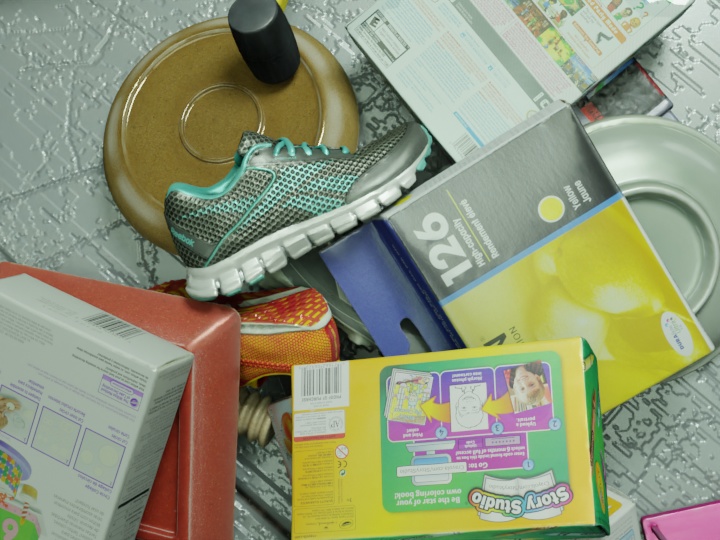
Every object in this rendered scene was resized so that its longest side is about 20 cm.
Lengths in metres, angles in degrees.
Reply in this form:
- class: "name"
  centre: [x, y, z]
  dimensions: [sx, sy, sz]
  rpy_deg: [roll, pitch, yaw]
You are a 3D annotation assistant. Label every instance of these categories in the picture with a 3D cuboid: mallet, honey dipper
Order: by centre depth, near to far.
- class: "mallet"
  centre: [-0.048, -0.238, 0.939]
  dimensions: [0.041, 0.066, 0.201]
  rpy_deg: [10, 73, 20]
- class: "honey dipper"
  centre: [-0.154, 0.077, 0.979]
  dimensions: [0.199, 0.038, 0.038]
  rpy_deg: [24, 90, 10]

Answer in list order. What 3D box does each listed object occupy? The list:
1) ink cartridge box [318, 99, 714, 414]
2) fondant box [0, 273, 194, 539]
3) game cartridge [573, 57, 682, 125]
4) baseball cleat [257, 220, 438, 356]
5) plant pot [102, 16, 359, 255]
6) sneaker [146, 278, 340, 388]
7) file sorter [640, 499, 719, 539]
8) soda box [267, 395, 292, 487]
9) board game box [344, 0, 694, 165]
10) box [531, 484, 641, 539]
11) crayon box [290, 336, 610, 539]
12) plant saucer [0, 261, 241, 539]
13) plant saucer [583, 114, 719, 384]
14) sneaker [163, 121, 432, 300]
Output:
- class: "ink cartridge box"
  centre: [0.105, 0.020, 0.878]
  dimensions: [0.199, 0.047, 0.198]
  rpy_deg: [-32, 98, 5]
- class: "fondant box"
  centre: [-0.214, 0.122, 0.876]
  dimensions: [0.144, 0.058, 0.201]
  rpy_deg: [24, 103, 15]
- class: "game cartridge"
  centre: [0.140, -0.134, 0.958]
  dimensions: [0.129, 0.038, 0.200]
  rpy_deg: [-40, 85, 7]
- class: "baseball cleat"
  centre: [0.000, 0.000, 0.947]
  dimensions: [0.199, 0.070, 0.107]
  rpy_deg: [29, 91, 5]
- class: "plant pot"
  centre: [-0.101, -0.105, 0.953]
  dimensions: [0.199, 0.028, 0.201]
  rpy_deg: [-3, 72, 9]
- class: "sneaker"
  centre: [-0.107, 0.053, 0.938]
  dimensions: [0.199, 0.073, 0.078]
  rpy_deg: [7, 122, 31]
- class: "file sorter"
  centre: [0.290, 0.263, 0.881]
  dimensions: [0.138, 0.125, 0.201]
  rpy_deg: [-13, 87, 5]
- class: "soda box"
  centre: [0.002, 0.179, 0.931]
  dimensions: [0.068, 0.063, 0.201]
  rpy_deg: [-16, 86, -34]
- class: "board game box"
  centre: [0.112, -0.178, 0.915]
  dimensions: [0.200, 0.064, 0.148]
  rpy_deg: [-39, 86, 4]
- class: "box"
  centre: [0.089, 0.228, 0.854]
  dimensions: [0.200, 0.101, 0.113]
  rpy_deg: [-32, 122, -27]
- class: "crayon box"
  centre: [0.055, 0.116, 0.830]
  dimensions: [0.199, 0.058, 0.119]
  rpy_deg: [-6, 70, 16]
- class: "plant saucer"
  centre: [-0.186, 0.108, 0.926]
  dimensions: [0.199, 0.037, 0.201]
  rpy_deg: [11, 110, 18]
- class: "plant saucer"
  centre: [0.199, -0.010, 0.919]
  dimensions: [0.199, 0.050, 0.201]
  rpy_deg: [0, 97, -1]
- class: "sneaker"
  centre: [-0.046, -0.061, 0.877]
  dimensions: [0.199, 0.078, 0.092]
  rpy_deg: [-30, 103, -7]
